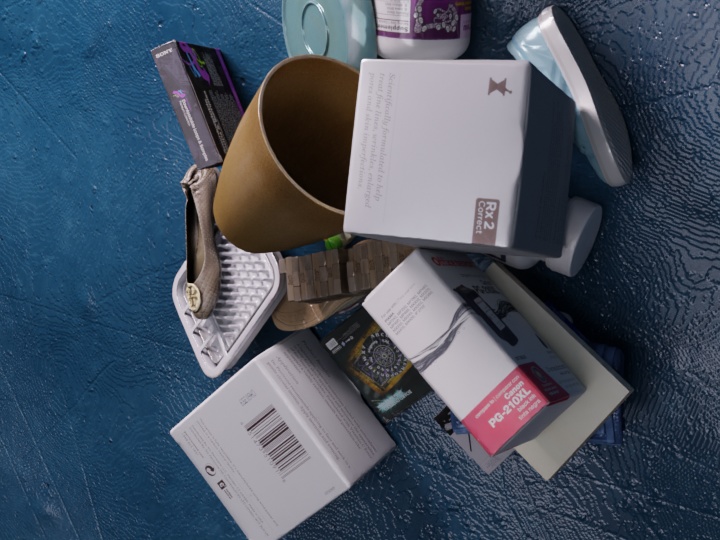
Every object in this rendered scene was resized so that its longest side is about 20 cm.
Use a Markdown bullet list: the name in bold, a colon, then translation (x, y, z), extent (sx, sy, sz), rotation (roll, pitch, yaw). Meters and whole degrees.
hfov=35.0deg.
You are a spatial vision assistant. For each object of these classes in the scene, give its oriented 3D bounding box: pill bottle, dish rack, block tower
- **pill bottle**: translation (0.064, -0.288, 1.220), extent (0.112, 0.112, 0.201), rotation (10, 111, 27)
- **pill bottle**: translation (0.154, -0.069, 1.239), extent (0.199, 0.111, 0.112), rotation (24, 116, 22)
- **dish rack**: translation (-0.161, 0.020, 1.463), extent (0.200, 0.043, 0.172), rotation (-54, 49, 31)
- **block tower**: translation (0.000, 0.000, 1.305), extent (0.199, 0.054, 0.058), rotation (-9, 82, 37)

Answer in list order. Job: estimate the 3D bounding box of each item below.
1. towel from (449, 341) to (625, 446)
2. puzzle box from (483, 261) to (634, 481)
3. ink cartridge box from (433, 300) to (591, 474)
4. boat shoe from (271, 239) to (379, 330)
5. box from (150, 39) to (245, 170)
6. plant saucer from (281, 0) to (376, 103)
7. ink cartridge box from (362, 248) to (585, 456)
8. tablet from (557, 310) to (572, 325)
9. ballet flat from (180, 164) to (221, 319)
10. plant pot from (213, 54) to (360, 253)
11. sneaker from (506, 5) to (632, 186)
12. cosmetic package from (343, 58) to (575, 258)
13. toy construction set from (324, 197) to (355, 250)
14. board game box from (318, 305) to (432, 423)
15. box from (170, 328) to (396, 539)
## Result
- **towel**: translation (0.189, 0.130, 1.251), extent (0.199, 0.048, 0.112), rotation (2, 106, 27)
- **puzzle box**: translation (0.173, 0.104, 1.213), extent (0.200, 0.025, 0.133), rotation (46, 109, 19)
- **ink cartridge box**: translation (0.181, 0.136, 1.312), extent (0.094, 0.044, 0.200), rotation (44, 121, 9)
- **boat shoe**: translation (-0.027, 0.022, 1.400), extent (0.200, 0.065, 0.072), rotation (-32, 67, 33)
- **box**: translation (-0.177, -0.193, 1.341), extent (0.036, 0.200, 0.144), rotation (-21, 94, 9)
- **plant saucer**: translation (-0.042, -0.271, 1.279), extent (0.200, 0.027, 0.201), rotation (39, 136, 50)
- **ink cartridge box**: translation (0.115, 0.076, 1.146), extent (0.084, 0.145, 0.200), rotation (-46, 72, 17)
- **tablet**: translation (0.146, 0.082, 1.350), extent (0.199, 0.014, 0.131), rotation (19, 114, 24)
- **ballet flat**: translation (-0.208, -0.038, 1.456), extent (0.067, 0.046, 0.201), rotation (-5, 81, 49)
- **plant pot**: translation (-0.076, -0.101, 1.235), extent (0.200, 0.186, 0.187), rotation (-35, 87, 47)
- **sneaker**: translation (0.217, -0.171, 1.198), extent (0.082, 0.074, 0.201), rotation (-28, 79, 35)
- **cosmetic package**: translation (0.101, -0.102, 1.094), extent (0.164, 0.200, 0.166), rotation (5, 89, 23)
- **toy construction set**: translation (-0.056, -0.105, 1.360), extent (0.200, 0.092, 0.131), rotation (50, 142, 15)
- **board game box**: translation (0.054, 0.087, 1.377), extent (0.135, 0.028, 0.200), rotation (51, 129, 1)
- **box**: translation (-0.100, 0.216, 1.465), extent (0.200, 0.131, 0.199), rotation (-41, 84, 34)
